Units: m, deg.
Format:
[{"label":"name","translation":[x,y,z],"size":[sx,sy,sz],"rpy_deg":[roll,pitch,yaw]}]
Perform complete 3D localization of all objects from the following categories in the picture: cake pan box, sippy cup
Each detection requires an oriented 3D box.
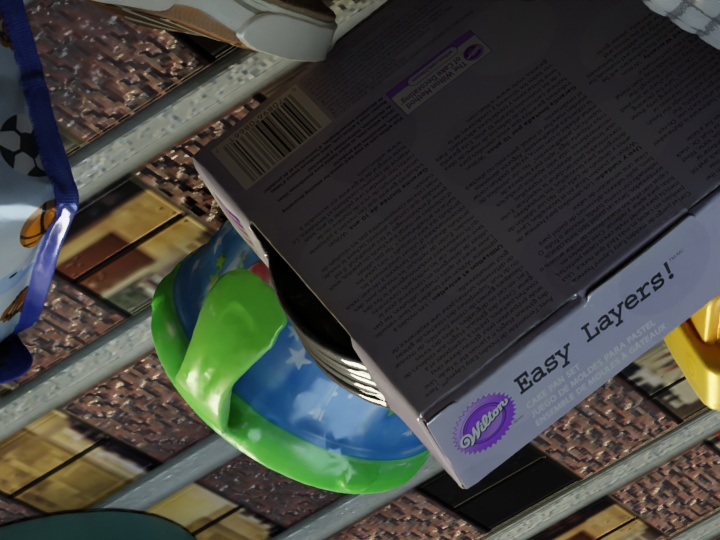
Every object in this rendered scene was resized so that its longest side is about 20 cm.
[{"label":"cake pan box","translation":[0.056,-0.037,1.037],"size":[0.200,0.184,0.052],"rpy_deg":[-38,133,-6]},{"label":"sippy cup","translation":[0.000,0.000,1.179],"size":[0.139,0.178,0.131],"rpy_deg":[24,121,-15]}]

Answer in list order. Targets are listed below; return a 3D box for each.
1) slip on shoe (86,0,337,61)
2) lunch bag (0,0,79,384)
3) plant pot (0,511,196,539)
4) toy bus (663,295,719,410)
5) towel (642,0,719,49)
[{"label":"slip on shoe","translation":[-0.068,-0.117,1.007],"size":[0.200,0.076,0.061],"rpy_deg":[11,93,-55]},{"label":"lunch bag","translation":[-0.203,-0.011,1.037],"size":[0.169,0.125,0.200],"rpy_deg":[-9,161,-19]},{"label":"plant pot","translation":[-0.150,0.243,1.428],"size":[0.199,0.162,0.201],"rpy_deg":[-16,150,-10]},{"label":"toy bus","translation":[0.223,-0.050,1.245],"size":[0.199,0.136,0.193],"rpy_deg":[-16,136,-5]},{"label":"towel","translation":[0.120,-0.186,0.928],"size":[0.165,0.086,0.200],"rpy_deg":[32,128,-4]}]
